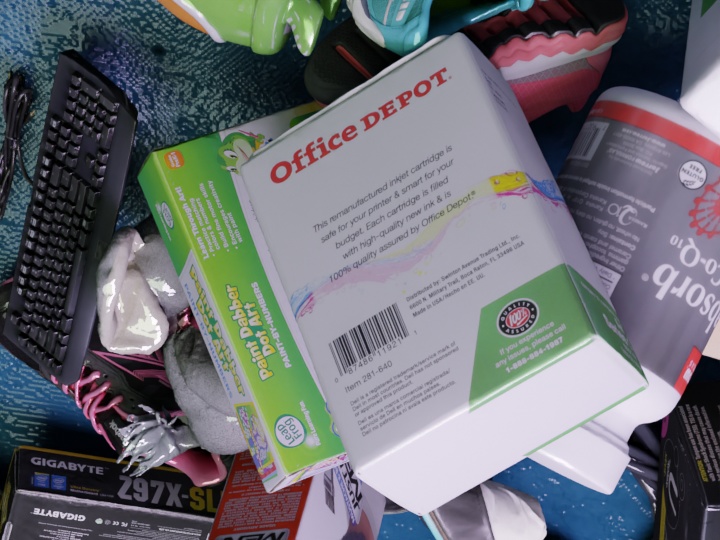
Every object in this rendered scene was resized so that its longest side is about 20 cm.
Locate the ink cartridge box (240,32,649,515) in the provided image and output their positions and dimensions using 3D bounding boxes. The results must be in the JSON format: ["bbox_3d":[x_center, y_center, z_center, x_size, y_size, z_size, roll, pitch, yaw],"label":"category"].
[{"bbox_3d":[0.041,0.001,1.335,0.144,0.201,0.084,-30,149,14],"label":"ink cartridge box"}]

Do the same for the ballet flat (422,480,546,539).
[{"bbox_3d":[0.089,0.177,1.602,0.068,0.068,0.201,-23,129,4],"label":"ballet flat"}]

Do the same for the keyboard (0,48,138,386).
[{"bbox_3d":[-0.192,-0.041,1.555,0.127,0.021,0.201,39,126,37],"label":"keyboard"}]

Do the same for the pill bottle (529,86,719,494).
[{"bbox_3d":[0.140,0.012,1.397,0.115,0.116,0.201,28,85,-8],"label":"pill bottle"}]

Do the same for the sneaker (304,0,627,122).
[{"bbox_3d":[0.061,-0.103,1.439,0.199,0.074,0.087,-14,134,-24],"label":"sneaker"}]

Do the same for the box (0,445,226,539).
[{"bbox_3d":[-0.150,0.204,1.717,0.198,0.050,0.160,9,127,-13],"label":"box"}]

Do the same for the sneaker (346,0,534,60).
[{"bbox_3d":[0.087,-0.175,1.390,0.199,0.080,0.078,-33,143,-10],"label":"sneaker"}]

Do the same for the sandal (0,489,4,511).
[{"bbox_3d":[-0.288,0.145,1.725,0.200,0.054,0.080,40,117,-22],"label":"sandal"}]

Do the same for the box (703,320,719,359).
[{"bbox_3d":[0.244,0.003,1.516,0.199,0.078,0.095,15,123,1],"label":"box"}]

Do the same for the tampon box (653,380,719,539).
[{"bbox_3d":[0.287,0.157,1.554,0.198,0.127,0.151,-2,123,-5],"label":"tampon box"}]

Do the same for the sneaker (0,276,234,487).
[{"bbox_3d":[-0.154,0.073,1.630,0.199,0.096,0.079,28,126,-6],"label":"sneaker"}]

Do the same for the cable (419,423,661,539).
[{"bbox_3d":[0.130,0.155,1.642,0.162,0.051,0.200,-28,121,13],"label":"cable"}]

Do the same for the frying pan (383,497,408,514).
[{"bbox_3d":[0.016,0.076,1.636,0.114,0.031,0.191,12,121,1],"label":"frying pan"}]

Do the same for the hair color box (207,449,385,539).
[{"bbox_3d":[-0.038,0.161,1.567,0.063,0.200,0.112,-7,121,16],"label":"hair color box"}]

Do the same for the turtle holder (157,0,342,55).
[{"bbox_3d":[-0.061,-0.215,1.393,0.131,0.141,0.186,19,129,3],"label":"turtle holder"}]

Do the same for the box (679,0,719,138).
[{"bbox_3d":[0.306,-0.129,1.360,0.200,0.172,0.199,37,122,-14],"label":"box"}]

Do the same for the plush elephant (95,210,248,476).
[{"bbox_3d":[-0.082,0.021,1.540,0.199,0.165,0.156,-21,106,11],"label":"plush elephant"}]

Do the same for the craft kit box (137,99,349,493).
[{"bbox_3d":[0.000,0.000,1.454,0.201,0.196,0.049,67,154,11],"label":"craft kit box"}]
